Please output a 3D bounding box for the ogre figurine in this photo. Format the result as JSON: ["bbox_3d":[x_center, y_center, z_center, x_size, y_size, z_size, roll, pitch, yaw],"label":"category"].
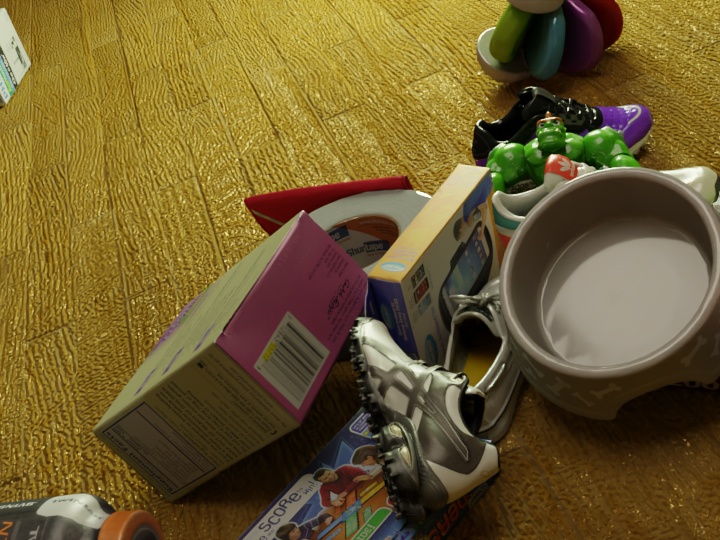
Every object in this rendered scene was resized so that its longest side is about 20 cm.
[{"bbox_3d":[0.193,-0.085,1.112,0.198,0.098,0.121,-21,45,30],"label":"ogre figurine"}]

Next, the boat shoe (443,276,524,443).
[{"bbox_3d":[0.104,0.051,0.954,0.074,0.087,0.203,-3,36,26],"label":"boat shoe"}]

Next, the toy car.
[{"bbox_3d":[0.247,-0.313,1.391,0.149,0.176,0.200,38,57,14],"label":"toy car"}]

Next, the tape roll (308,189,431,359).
[{"bbox_3d":[0.000,0.000,1.117,0.197,0.067,0.201,-16,32,10],"label":"tape roll"}]

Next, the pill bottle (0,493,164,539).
[{"bbox_3d":[-0.253,0.232,0.873,0.197,0.107,0.107,-10,32,18],"label":"pill bottle"}]

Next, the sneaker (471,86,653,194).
[{"bbox_3d":[0.211,-0.153,1.188,0.197,0.100,0.070,-17,33,8],"label":"sneaker"}]

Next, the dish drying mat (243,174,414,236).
[{"bbox_3d":[-0.028,-0.066,1.229,0.197,0.077,0.018,-4,51,26],"label":"dish drying mat"}]

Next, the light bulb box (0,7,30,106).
[{"bbox_3d":[-0.752,-0.377,2.096,0.195,0.126,0.201,-16,30,8],"label":"light bulb box"}]

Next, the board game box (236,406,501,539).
[{"bbox_3d":[-0.002,0.190,0.853,0.134,0.035,0.200,12,44,42],"label":"board game box"}]

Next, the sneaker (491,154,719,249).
[{"bbox_3d":[0.202,-0.060,0.951,0.198,0.094,0.071,-20,25,31],"label":"sneaker"}]

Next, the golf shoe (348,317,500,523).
[{"bbox_3d":[0.047,0.104,0.861,0.093,0.078,0.201,-17,41,-3],"label":"golf shoe"}]

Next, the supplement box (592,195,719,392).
[{"bbox_3d":[0.276,0.011,0.937,0.108,0.061,0.200,3,38,34],"label":"supplement box"}]

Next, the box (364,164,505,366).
[{"bbox_3d":[0.070,0.009,1.007,0.041,0.120,0.200,8,42,31],"label":"box"}]

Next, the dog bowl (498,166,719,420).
[{"bbox_3d":[0.196,0.010,0.855,0.198,0.059,0.203,-14,58,23],"label":"dog bowl"}]

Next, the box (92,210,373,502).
[{"bbox_3d":[-0.106,0.076,0.956,0.199,0.097,0.177,-34,17,40],"label":"box"}]
